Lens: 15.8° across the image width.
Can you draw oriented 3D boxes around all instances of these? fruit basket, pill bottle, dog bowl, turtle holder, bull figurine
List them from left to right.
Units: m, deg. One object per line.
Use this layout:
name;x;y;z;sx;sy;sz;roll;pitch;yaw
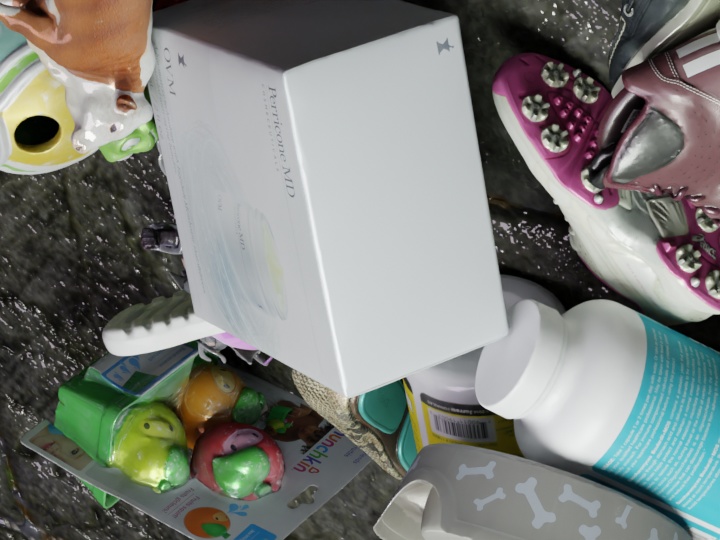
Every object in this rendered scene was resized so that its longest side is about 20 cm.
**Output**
turtle holder;-0.210;-0.121;1.722;0.185;0.132;0.141;40;143;7
bull figurine;-0.166;-0.165;1.512;0.121;0.065;0.201;13;123;-6
fruit basket;-0.108;0.116;1.827;0.199;0.185;0.094;21;125;25
pill bottle;0.092;0.111;1.697;0.112;0.112;0.201;16;136;30
dog bowl;0.110;0.162;1.566;0.199;0.059;0.200;19;167;4
pill bottle;0.169;0.087;1.552;0.199;0.111;0.111;26;148;-22

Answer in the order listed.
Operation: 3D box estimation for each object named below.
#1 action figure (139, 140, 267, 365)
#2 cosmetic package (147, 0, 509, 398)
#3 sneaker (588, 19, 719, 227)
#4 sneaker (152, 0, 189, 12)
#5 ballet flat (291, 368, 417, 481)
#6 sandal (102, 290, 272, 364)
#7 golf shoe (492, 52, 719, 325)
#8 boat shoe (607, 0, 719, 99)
action figure;-0.101;-0.015;1.778;0.130;0.069;0.201;35;138;31
cosmetic package;-0.025;-0.057;1.545;0.200;0.122;0.200;23;128;56
sneaker;0.187;-0.050;1.439;0.115;0.076;0.201;-18;127;3
sneaker;-0.141;-0.215;1.618;0.095;0.079;0.201;29;123;28
ballet flat;0.011;0.094;1.741;0.075;0.068;0.200;15;166;30
sandal;-0.068;0.035;1.697;0.201;0.083;0.050;-8;109;18
golf shoe;0.141;-0.040;1.542;0.200;0.075;0.091;47;146;-5
boat shoe;0.174;-0.163;1.397;0.066;0.074;0.200;59;156;17
